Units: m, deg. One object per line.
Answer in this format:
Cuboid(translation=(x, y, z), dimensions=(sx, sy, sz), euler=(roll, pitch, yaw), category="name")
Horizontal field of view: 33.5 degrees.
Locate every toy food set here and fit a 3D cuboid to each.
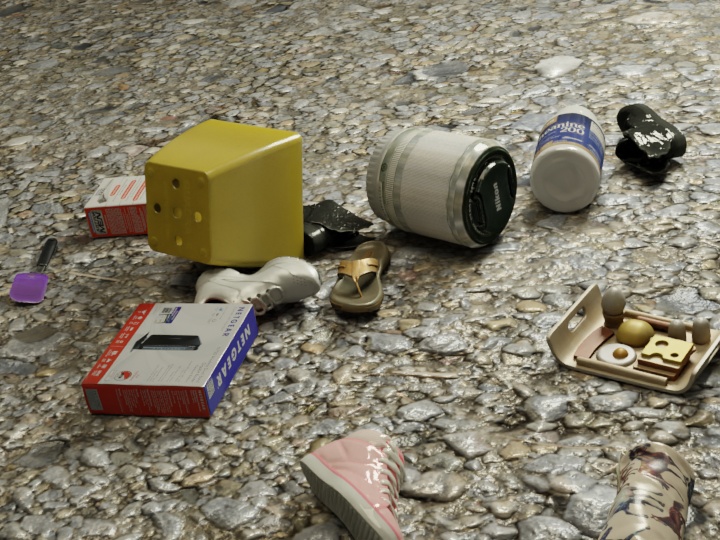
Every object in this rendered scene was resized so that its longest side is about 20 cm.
Cuboid(translation=(0.351, 0.075, 1.491), dimensions=(0.197, 0.061, 0.143), euler=(12, 35, 35), category="toy food set")

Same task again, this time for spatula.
Cuboid(translation=(-0.522, -0.005, 1.944), dimensions=(0.055, 0.021, 0.201), euler=(3, 27, -2), category="spatula")

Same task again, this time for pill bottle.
Cuboid(translation=(0.334, -0.186, 1.908), dimensions=(0.109, 0.113, 0.201), euler=(-1, 30, 16), category="pill bottle")

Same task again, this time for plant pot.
Cuboid(translation=(-0.217, -0.105, 1.803), dimensions=(0.198, 0.204, 0.175), euler=(13, 21, 35), category="plant pot")

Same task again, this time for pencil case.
Cuboid(translation=(0.273, 0.255, 1.176), dimensions=(0.088, 0.079, 0.200), euler=(21, 37, 12), category="pencil case")

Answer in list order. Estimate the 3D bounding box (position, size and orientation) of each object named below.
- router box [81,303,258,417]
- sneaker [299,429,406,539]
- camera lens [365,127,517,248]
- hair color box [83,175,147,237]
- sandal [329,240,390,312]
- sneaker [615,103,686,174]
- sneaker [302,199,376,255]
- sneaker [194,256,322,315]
Cuboid(translation=(-0.252, 0.117, 1.616), dimensions=(0.176, 0.050, 0.201), euler=(-1, 30, 16), category="router box")
Cuboid(translation=(0.018, 0.234, 1.295), dimensions=(0.103, 0.076, 0.200), euler=(-26, 28, -18), category="sneaker")
Cuboid(translation=(0.127, -0.129, 1.819), dimensions=(0.198, 0.162, 0.159), euler=(15, 37, 37), category="camera lens")
Cuboid(translation=(-0.358, -0.114, 2.046), dimensions=(0.196, 0.065, 0.111), euler=(-2, 31, 11), category="hair color box")
Cuboid(translation=(0.000, 0.000, 1.740), dimensions=(0.079, 0.055, 0.201), euler=(-2, 30, 13), category="sandal")
Cuboid(translation=(0.455, -0.216, 1.963), dimensions=(0.103, 0.061, 0.200), euler=(-15, 32, -20), category="sneaker")
Cuboid(translation=(-0.076, -0.077, 1.901), dimensions=(0.103, 0.061, 0.199), euler=(-30, 40, -31), category="sneaker")
Cuboid(translation=(-0.148, 0.038, 1.715), dimensions=(0.196, 0.075, 0.088), euler=(-11, 33, 16), category="sneaker")
